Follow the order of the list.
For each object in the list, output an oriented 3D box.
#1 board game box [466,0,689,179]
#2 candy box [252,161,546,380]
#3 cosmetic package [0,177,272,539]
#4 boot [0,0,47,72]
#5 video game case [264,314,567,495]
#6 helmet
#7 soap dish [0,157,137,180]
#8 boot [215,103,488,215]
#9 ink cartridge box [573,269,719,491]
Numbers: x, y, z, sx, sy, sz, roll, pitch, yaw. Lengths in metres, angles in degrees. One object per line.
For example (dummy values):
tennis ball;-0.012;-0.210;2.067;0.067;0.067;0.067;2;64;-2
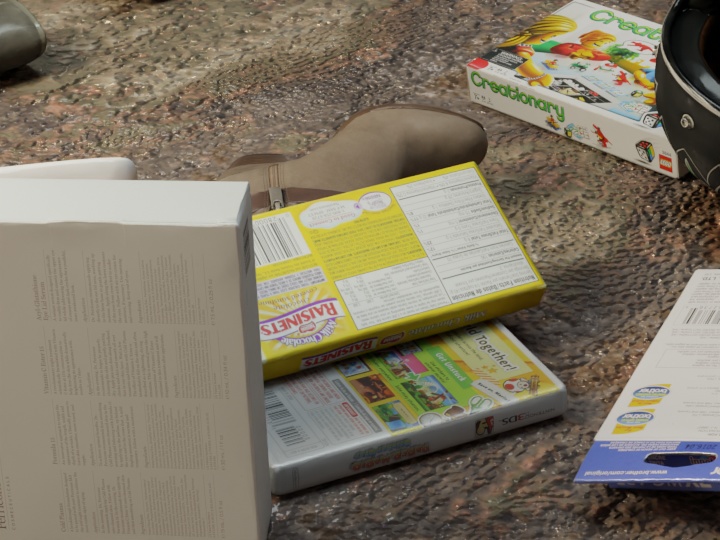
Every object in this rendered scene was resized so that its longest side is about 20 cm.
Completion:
board game box;0.191;-0.134;1.598;0.126;0.035;0.199;-33;40;-32
candy box;0.000;0.000;1.307;0.199;0.026;0.103;-14;59;-21
cosmetic package;-0.126;0.052;1.124;0.150;0.201;0.052;1;29;4
boot;-0.327;-0.146;1.654;0.199;0.073;0.182;-11;31;-29
video game case;-0.004;0.053;1.300;0.181;0.023;0.200;-14;30;-20
helmet;0.288;-0.130;1.436;0.199;0.191;0.200;31;18;-11
soap dish;-0.188;0.012;1.234;0.156;0.200;0.082;-6;71;-8
boot;-0.005;-0.045;1.417;0.199;0.071;0.146;-12;23;-3
ink cartridge box;0.206;0.065;1.200;0.119;0.042;0.200;-2;30;34
